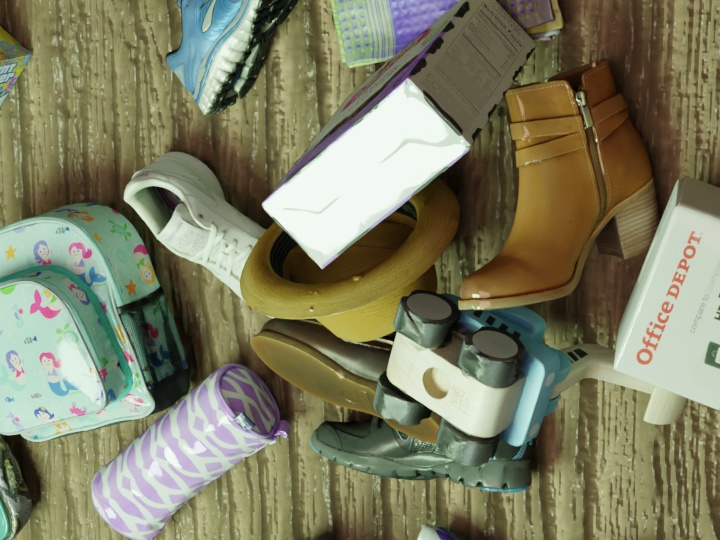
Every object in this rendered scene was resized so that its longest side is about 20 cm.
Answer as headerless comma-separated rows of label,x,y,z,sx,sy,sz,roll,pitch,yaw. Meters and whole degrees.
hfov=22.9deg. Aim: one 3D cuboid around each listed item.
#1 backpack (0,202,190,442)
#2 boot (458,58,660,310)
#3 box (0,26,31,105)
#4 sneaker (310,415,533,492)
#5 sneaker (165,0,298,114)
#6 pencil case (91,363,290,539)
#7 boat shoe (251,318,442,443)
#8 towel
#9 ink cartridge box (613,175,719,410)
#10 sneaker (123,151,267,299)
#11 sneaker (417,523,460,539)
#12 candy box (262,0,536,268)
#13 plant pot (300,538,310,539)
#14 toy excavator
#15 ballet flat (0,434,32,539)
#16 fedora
backpack,-0.264,0.045,1.587,0.177,0.150,0.201,-14,92,29
boot,0.139,-0.064,1.359,0.077,0.199,0.156,12,123,65
box,-0.443,-0.181,1.617,0.200,0.122,0.193,41,115,9
sneaker,0.054,0.139,1.519,0.199,0.073,0.082,4,84,21
sneaker,-0.109,-0.227,1.478,0.089,0.079,0.200,40,121,11
pencil case,-0.154,0.165,1.604,0.085,0.084,0.200,42,120,-18
boat shoe,0.005,0.080,1.492,0.199,0.070,0.070,22,151,25
towel,0.061,-0.245,1.433,0.199,0.023,0.144,-5,102,25
ink cartridge box,0.307,0.036,1.343,0.199,0.084,0.146,20,112,6
sneaker,-0.122,-0.018,1.529,0.200,0.100,0.075,39,114,9
sneaker,0.115,0.262,1.505,0.147,0.081,0.200,47,122,2
candy box,0.033,-0.114,1.366,0.072,0.200,0.168,46,124,-9
plant pot,-0.070,0.355,1.542,0.200,0.200,0.177,41,117,10
toy excavator,0.139,0.076,1.399,0.194,0.200,0.100,31,124,29
ballet flat,-0.368,0.162,1.701,0.072,0.072,0.201,-21,93,27
fedora,0.000,0.000,1.451,0.200,0.201,0.082,-11,124,26
